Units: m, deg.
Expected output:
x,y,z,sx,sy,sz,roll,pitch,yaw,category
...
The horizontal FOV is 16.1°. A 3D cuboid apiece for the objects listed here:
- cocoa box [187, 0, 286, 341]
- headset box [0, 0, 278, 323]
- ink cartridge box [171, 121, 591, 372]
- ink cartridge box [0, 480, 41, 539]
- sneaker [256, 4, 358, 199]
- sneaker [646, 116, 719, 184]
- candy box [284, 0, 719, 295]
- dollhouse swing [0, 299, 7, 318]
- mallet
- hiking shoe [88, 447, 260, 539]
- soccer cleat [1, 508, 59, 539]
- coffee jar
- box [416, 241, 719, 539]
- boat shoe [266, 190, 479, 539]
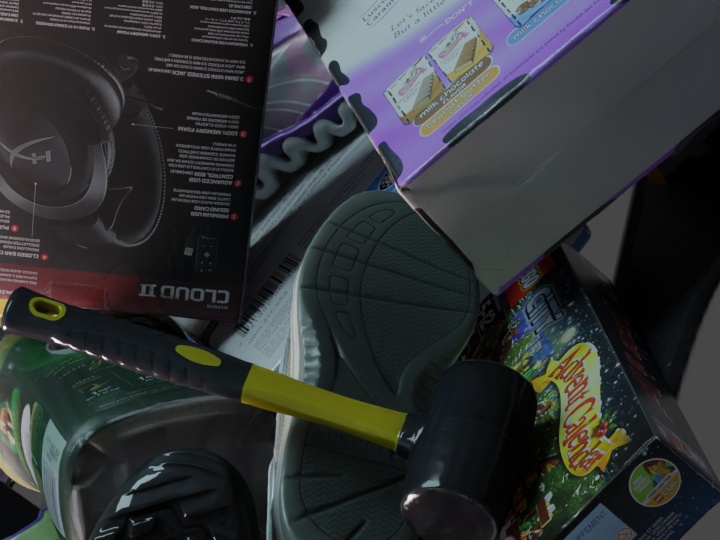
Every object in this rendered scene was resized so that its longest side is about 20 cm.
x,y,z,sx,sy,sz,roll,pitch,yaw,category
-0.074,-0.042,1.349,0.200,0.131,0.133,-47,19,12,cocoa box
-0.115,-0.069,1.114,0.077,0.148,0.201,-91,7,-60,headset box
0.000,0.000,1.178,0.147,0.086,0.200,-52,18,-4,ink cartridge box
-0.246,0.129,1.319,0.039,0.200,0.100,-28,30,56,ink cartridge box
-0.048,-0.093,1.199,0.200,0.088,0.081,-41,19,16,sneaker
0.113,-0.095,1.118,0.077,0.078,0.200,-54,20,4,sneaker
0.071,-0.109,1.036,0.168,0.072,0.200,-39,32,7,candy box
-0.169,-0.047,1.319,0.181,0.176,0.200,-11,-16,-45,dollhouse swing
-0.031,0.036,0.933,0.041,0.199,0.066,101,-165,-50,mallet
-0.072,0.143,0.980,0.101,0.075,0.201,-79,-4,-61,hiking shoe
-0.223,0.187,1.270,0.199,0.065,0.084,-26,57,-1,soccer cleat
-0.105,0.072,1.130,0.104,0.086,0.200,-10,15,-18,coffee jar
0.057,0.078,0.981,0.137,0.038,0.200,-47,20,12,box
-0.001,0.051,0.998,0.065,0.074,0.203,116,168,-46,boat shoe
